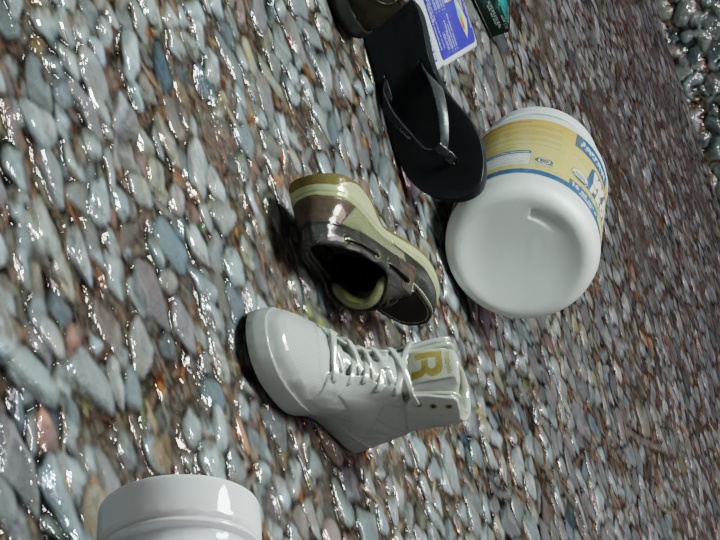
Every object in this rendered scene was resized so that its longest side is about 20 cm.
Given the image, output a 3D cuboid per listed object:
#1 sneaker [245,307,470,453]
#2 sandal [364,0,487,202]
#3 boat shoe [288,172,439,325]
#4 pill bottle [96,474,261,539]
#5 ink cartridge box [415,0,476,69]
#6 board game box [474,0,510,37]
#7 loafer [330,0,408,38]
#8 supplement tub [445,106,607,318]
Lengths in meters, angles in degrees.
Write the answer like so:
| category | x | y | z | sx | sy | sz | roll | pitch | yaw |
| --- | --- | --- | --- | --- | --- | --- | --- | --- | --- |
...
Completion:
| category | x | y | z | sx | sy | sz | roll | pitch | yaw |
| --- | --- | --- | --- | --- | --- | --- | --- | --- | --- |
| sneaker | 0.008 | 0.064 | 1.308 | 0.200 | 0.114 | 0.074 | 38 | 40 | -57 |
| sandal | 0.049 | -0.150 | 1.683 | 0.202 | 0.076 | 0.043 | 66 | 16 | 11 |
| boat shoe | 0.000 | 0.000 | 1.424 | 0.200 | 0.073 | 0.065 | 44 | 45 | -49 |
| pill bottle | -0.086 | 0.207 | 0.918 | 0.112 | 0.111 | 0.202 | 48 | 31 | -52 |
| ink cartridge box | 0.048 | -0.295 | 1.843 | 0.200 | 0.047 | 0.200 | -39 | 113 | -68 |
| board game box | 0.139 | -0.384 | 2.201 | 0.201 | 0.028 | 0.136 | -86 | 153 | -47 |
| loafer | -0.006 | -0.307 | 1.650 | 0.073 | 0.071 | 0.202 | -36 | 108 | -70 |
| supplement tub | 0.161 | -0.060 | 1.803 | 0.201 | 0.143 | 0.146 | -71 | 140 | -60 |
